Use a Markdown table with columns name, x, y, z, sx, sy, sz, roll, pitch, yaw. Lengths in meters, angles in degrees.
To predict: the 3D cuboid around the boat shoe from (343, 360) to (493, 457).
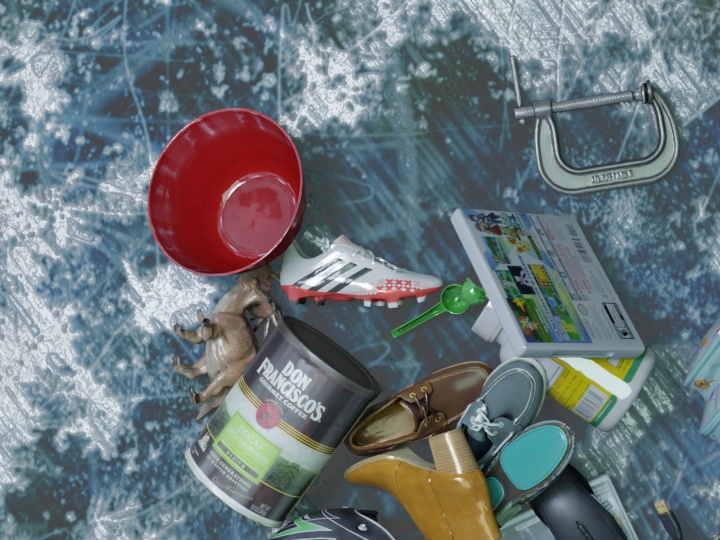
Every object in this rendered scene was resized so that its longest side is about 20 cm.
| name | x | y | z | sx | sy | sz | roll | pitch | yaw |
| --- | --- | --- | --- | --- | --- | --- | --- | --- | --- |
| boat shoe | 0.071 | 0.170 | 1.756 | 0.198 | 0.068 | 0.073 | -25 | 87 | 4 |

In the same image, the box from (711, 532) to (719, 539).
| name | x | y | z | sx | sy | sz | roll | pitch | yaw |
| --- | --- | --- | --- | --- | --- | --- | --- | --- | --- |
| box | 0.450 | 0.390 | 1.716 | 0.200 | 0.051 | 0.158 | -42 | 89 | -3 |

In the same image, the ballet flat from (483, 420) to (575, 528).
| name | x | y | z | sx | sy | sz | roll | pitch | yaw |
| --- | --- | --- | --- | --- | --- | --- | --- | --- | --- |
| ballet flat | 0.182 | 0.242 | 1.710 | 0.200 | 0.074 | 0.074 | -42 | 85 | 25 |

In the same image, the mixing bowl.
| name | x | y | z | sx | sy | sz | roll | pitch | yaw |
| --- | --- | --- | --- | --- | --- | --- | --- | --- | --- |
| mixing bowl | -0.140 | -0.079 | 1.746 | 0.198 | 0.108 | 0.202 | -6 | 74 | 20 |

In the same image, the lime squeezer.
| name | x | y | z | sx | sy | sz | roll | pitch | yaw |
| --- | --- | --- | --- | --- | --- | --- | --- | --- | --- |
| lime squeezer | 0.112 | 0.033 | 1.726 | 0.070 | 0.199 | 0.038 | -16 | 85 | -34 |

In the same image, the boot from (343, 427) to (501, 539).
| name | x | y | z | sx | sy | sz | roll | pitch | yaw |
| --- | --- | --- | --- | --- | --- | --- | --- | --- | --- |
| boot | 0.069 | 0.275 | 1.710 | 0.200 | 0.070 | 0.146 | -25 | 78 | 42 |

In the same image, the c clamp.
| name | x | y | z | sx | sy | sz | roll | pitch | yaw |
| --- | --- | --- | --- | --- | --- | --- | --- | --- | --- |
| c clamp | 0.280 | -0.178 | 1.761 | 0.198 | 0.027 | 0.173 | -3 | 89 | 6 |

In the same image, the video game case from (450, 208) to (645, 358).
| name | x | y | z | sx | sy | sz | roll | pitch | yaw |
| --- | --- | --- | --- | --- | --- | --- | --- | --- | --- |
| video game case | 0.211 | 0.015 | 1.668 | 0.022 | 0.181 | 0.201 | -54 | 46 | 39 |

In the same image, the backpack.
| name | x | y | z | sx | sy | sz | roll | pitch | yaw |
| --- | --- | --- | --- | --- | --- | --- | --- | --- | --- |
| backpack | 0.448 | 0.112 | 1.634 | 0.152 | 0.200 | 0.177 | 31 | 128 | 4 |

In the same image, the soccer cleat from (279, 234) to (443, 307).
| name | x | y | z | sx | sy | sz | roll | pitch | yaw |
| --- | --- | --- | --- | --- | --- | --- | --- | --- | --- |
| soccer cleat | 0.000 | 0.000 | 1.767 | 0.198 | 0.069 | 0.086 | 0 | 92 | 10 |

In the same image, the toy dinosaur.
| name | x | y | z | sx | sy | sz | roll | pitch | yaw |
| --- | --- | --- | --- | --- | --- | --- | --- | --- | --- |
| toy dinosaur | -0.150 | 0.094 | 1.777 | 0.134 | 0.086 | 0.202 | -4 | 108 | -30 |

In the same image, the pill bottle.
| name | x | y | z | sx | sy | sz | roll | pitch | yaw |
| --- | --- | --- | --- | --- | --- | --- | --- | --- | --- |
| pill bottle | 0.233 | 0.089 | 1.720 | 0.199 | 0.113 | 0.113 | 33 | 92 | 5 |

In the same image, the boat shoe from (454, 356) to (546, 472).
| name | x | y | z | sx | sy | sz | roll | pitch | yaw |
| --- | --- | --- | --- | --- | --- | --- | --- | --- | --- |
| boat shoe | 0.150 | 0.183 | 1.708 | 0.073 | 0.062 | 0.201 | 36 | 124 | 5 |

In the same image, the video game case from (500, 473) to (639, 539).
| name | x | y | z | sx | sy | sz | roll | pitch | yaw |
| --- | --- | --- | --- | --- | --- | --- | --- | --- | --- |
| video game case | 0.244 | 0.366 | 1.760 | 0.198 | 0.023 | 0.183 | -25 | 87 | 4 |

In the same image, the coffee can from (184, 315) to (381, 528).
| name | x | y | z | sx | sy | sz | roll | pitch | yaw |
| --- | --- | --- | --- | --- | --- | --- | --- | --- | --- |
| coffee can | -0.090 | 0.177 | 1.726 | 0.146 | 0.146 | 0.201 | 36 | 97 | 5 |

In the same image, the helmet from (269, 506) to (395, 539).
| name | x | y | z | sx | sy | sz | roll | pitch | yaw |
| --- | --- | --- | --- | --- | --- | --- | --- | --- | --- |
| helmet | -0.031 | 0.368 | 1.701 | 0.198 | 0.191 | 0.203 | 0 | 90 | 6 |

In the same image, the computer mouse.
| name | x | y | z | sx | sy | sz | roll | pitch | yaw |
| --- | --- | --- | --- | --- | --- | --- | --- | --- | --- |
| computer mouse | 0.291 | 0.296 | 1.722 | 0.140 | 0.046 | 0.201 | -32 | 86 | 6 |
